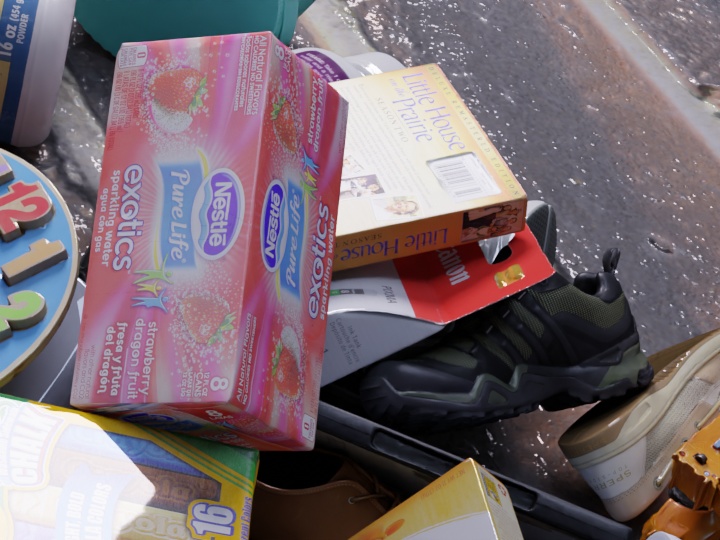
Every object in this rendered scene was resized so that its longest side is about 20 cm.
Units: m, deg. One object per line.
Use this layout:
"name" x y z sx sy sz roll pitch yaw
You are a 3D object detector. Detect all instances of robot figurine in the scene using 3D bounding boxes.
"robot figurine" 0.249 0.107 1.382 0.200 0.145 0.058 -28 59 -33

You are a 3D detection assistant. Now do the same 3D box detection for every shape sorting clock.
"shape sorting clock" -0.247 0.001 1.234 0.200 0.039 0.200 0 47 1

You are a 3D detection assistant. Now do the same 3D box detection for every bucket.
"bucket" -0.109 -0.238 1.633 0.207 0.207 0.135 23 44 8

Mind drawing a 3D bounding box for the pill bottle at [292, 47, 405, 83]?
"pill bottle" -0.056 -0.082 1.518 0.200 0.112 0.112 -18 49 -39

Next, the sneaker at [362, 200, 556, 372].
"sneaker" 0.046 0.014 1.443 0.080 0.071 0.200 11 31 29

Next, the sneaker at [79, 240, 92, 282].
"sneaker" -0.129 0.044 1.334 0.071 0.098 0.201 7 38 -18

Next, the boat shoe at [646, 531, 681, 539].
"boat shoe" 0.185 0.226 1.257 0.066 0.070 0.200 25 29 -21

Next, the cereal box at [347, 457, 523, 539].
"cereal box" 0.030 0.205 1.157 0.040 0.144 0.200 43 19 -36

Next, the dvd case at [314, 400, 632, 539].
"dvd case" 0.050 0.118 1.298 0.200 0.143 0.018 22 81 6

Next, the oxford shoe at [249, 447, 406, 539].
"oxford shoe" 0.003 0.143 1.283 0.200 0.071 0.071 21 34 1

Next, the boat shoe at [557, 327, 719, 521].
"boat shoe" 0.191 0.090 1.442 0.200 0.072 0.065 -34 96 -53

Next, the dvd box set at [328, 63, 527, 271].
"dvd box set" -0.021 -0.056 1.374 0.200 0.029 0.146 -13 42 -18

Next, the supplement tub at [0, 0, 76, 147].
"supplement tub" -0.286 -0.165 1.503 0.200 0.145 0.145 11 36 -9

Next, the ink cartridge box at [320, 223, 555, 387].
"ink cartridge box" 0.000 0.000 1.371 0.200 0.050 0.161 -27 23 3

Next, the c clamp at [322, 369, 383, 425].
"c clamp" 0.036 0.049 1.461 0.171 0.027 0.200 25 38 16

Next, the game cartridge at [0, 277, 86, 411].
"game cartridge" -0.236 0.025 1.279 0.200 0.042 0.133 28 63 11

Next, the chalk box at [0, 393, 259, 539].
"chalk box" -0.163 0.149 1.159 0.200 0.125 0.124 14 36 -7

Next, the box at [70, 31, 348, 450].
"box" -0.076 -0.013 1.224 0.095 0.103 0.200 -3 70 25

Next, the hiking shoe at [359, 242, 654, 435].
"hiking shoe" 0.077 0.038 1.372 0.200 0.076 0.101 -7 81 -36
